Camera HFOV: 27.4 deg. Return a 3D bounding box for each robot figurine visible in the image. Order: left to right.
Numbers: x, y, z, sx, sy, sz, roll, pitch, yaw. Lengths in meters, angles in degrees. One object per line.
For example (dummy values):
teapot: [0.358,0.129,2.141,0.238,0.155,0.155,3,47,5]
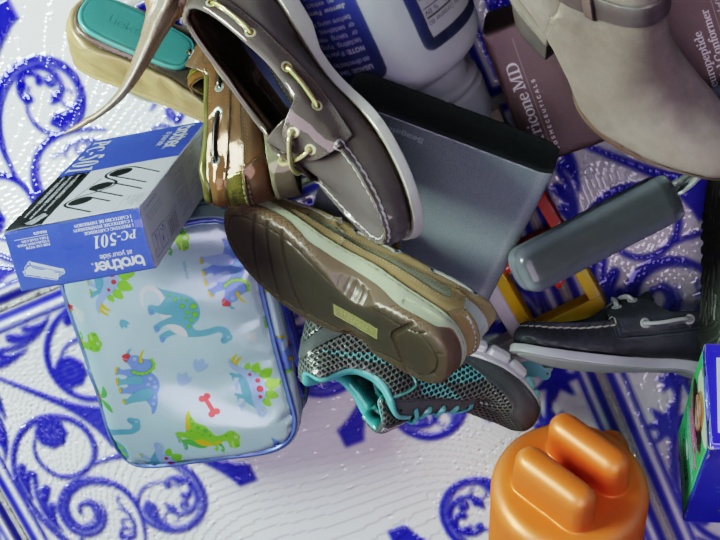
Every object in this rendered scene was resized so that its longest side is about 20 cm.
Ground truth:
robot figurine: [0.152,0.192,1.089,0.116,0.145,0.201,2,138,5]

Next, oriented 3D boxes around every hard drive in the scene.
hard drive: [0.039,-0.039,1.002,0.139,0.033,0.201,20,144,0]

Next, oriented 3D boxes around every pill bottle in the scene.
pill bottle: [0.010,-0.178,0.978,0.119,0.120,0.201,-19,117,14]

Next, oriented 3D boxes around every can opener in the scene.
can opener: [0.183,-0.052,0.965,0.199,0.053,0.067,-32,90,-1]

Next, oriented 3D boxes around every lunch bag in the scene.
lunch bag: [-0.124,0.045,1.100,0.159,0.083,0.201,-10,112,11]

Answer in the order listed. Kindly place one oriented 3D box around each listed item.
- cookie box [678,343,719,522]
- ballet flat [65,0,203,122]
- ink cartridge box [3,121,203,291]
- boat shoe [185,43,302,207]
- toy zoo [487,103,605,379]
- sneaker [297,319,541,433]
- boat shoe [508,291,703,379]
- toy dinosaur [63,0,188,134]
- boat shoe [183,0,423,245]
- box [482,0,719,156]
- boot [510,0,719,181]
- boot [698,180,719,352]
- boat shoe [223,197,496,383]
cookie box: [0.311,0.120,1.017,0.170,0.200,0.076,2,67,7]
ballet flat: [-0.116,-0.135,1.056,0.199,0.069,0.063,26,144,0]
ink cartridge box: [-0.164,-0.048,1.011,0.093,0.200,0.045,-9,109,11]
boat shoe: [-0.086,-0.138,0.986,0.067,0.201,0.072,-10,154,3]
toy zoo: [0.092,-0.006,1.091,0.131,0.020,0.201,-27,105,16]
sneaker: [0.037,0.080,1.052,0.199,0.092,0.078,27,156,-16]
boat shoe: [0.205,0.046,1.066,0.198,0.076,0.061,6,85,-9]
toy dinosaur: [-0.128,-0.181,0.989,0.060,0.106,0.202,22,78,-22]
boat shoe: [-0.035,-0.094,0.905,0.201,0.059,0.072,57,151,8]
box: [0.190,-0.155,0.995,0.199,0.075,0.101,-19,107,15]
boot: [0.160,-0.142,0.879,0.199,0.146,0.070,36,75,10]
boot: [0.339,-0.005,1.029,0.198,0.073,0.184,6,87,-4]
boat shoe: [0.000,0.000,0.983,0.199,0.076,0.072,34,142,22]
